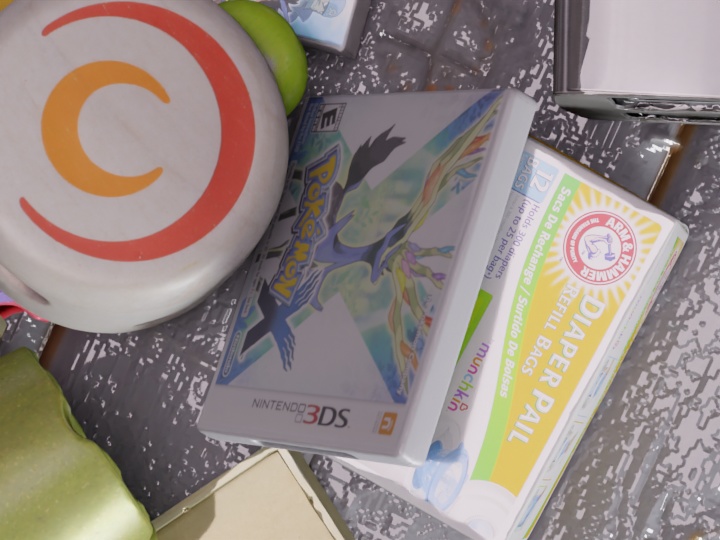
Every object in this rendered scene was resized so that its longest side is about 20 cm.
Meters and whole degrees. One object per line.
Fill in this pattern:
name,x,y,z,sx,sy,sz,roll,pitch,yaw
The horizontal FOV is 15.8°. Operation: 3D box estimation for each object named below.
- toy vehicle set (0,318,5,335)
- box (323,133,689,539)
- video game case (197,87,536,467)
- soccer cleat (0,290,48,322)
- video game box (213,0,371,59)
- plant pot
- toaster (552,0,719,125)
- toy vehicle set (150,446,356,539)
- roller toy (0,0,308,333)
toy vehicle set,-0.313,0.034,1.427,0.199,0.027,0.125,-30,107,11
box,0.082,0.037,1.391,0.112,0.101,0.201,28,92,11
video game case,0.000,0.000,1.373,0.182,0.022,0.201,2,70,52
soccer cleat,-0.270,0.038,1.476,0.199,0.068,0.073,-28,82,5
video game box,-0.065,-0.238,1.463,0.181,0.047,0.201,15,89,13
plant pot,-0.217,0.145,1.394,0.184,0.200,0.201,-35,81,-8
toaster,0.183,-0.140,1.342,0.199,0.181,0.120,3,89,10
toy vehicle set,-0.090,0.198,1.452,0.199,0.027,0.125,-34,81,7
roller toy,-0.137,-0.062,1.408,0.199,0.140,0.184,9,81,-8
